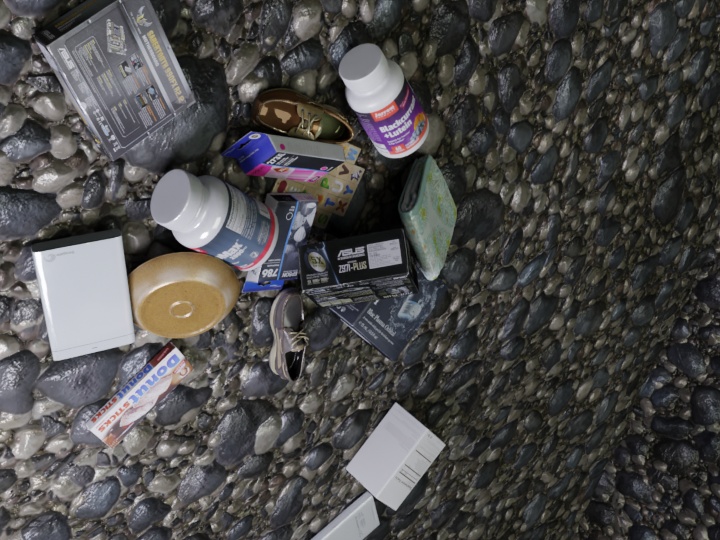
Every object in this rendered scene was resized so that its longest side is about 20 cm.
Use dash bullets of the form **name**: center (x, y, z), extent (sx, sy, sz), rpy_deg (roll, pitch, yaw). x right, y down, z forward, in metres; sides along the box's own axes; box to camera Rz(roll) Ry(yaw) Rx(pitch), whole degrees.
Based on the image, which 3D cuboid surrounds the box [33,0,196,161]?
- **box**: center (-0.338, -0.280, 1.235), extent (0.158, 0.048, 0.202), rpy_deg (-41, 139, -19)

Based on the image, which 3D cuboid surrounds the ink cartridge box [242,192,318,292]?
- **ink cartridge box**: center (-0.146, -0.042, 1.599), extent (0.098, 0.039, 0.203), rpy_deg (-7, 123, -43)

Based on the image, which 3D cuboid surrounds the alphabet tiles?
- **alphabet tiles**: center (-0.075, -0.165, 1.617), extent (0.198, 0.006, 0.168), rpy_deg (14, 106, -49)

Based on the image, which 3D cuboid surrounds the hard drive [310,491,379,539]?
- **hard drive**: center (-0.041, 0.655, 2.190), extent (0.199, 0.027, 0.133), rpy_deg (-36, 137, -24)

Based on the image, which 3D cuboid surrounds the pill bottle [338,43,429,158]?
- **pill bottle**: center (0.039, -0.301, 1.559), extent (0.112, 0.111, 0.200), rpy_deg (-49, 140, -8)

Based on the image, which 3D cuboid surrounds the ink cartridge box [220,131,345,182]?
- **ink cartridge box**: center (-0.128, -0.189, 1.478), extent (0.198, 0.094, 0.038), rpy_deg (4, 69, -42)

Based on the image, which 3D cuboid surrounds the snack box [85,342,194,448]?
- **snack box**: center (-0.385, 0.219, 1.548), extent (0.200, 0.024, 0.072), rpy_deg (-45, 138, -13)

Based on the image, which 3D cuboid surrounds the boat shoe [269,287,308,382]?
- **boat shoe**: center (-0.129, 0.128, 1.710), extent (0.074, 0.073, 0.203), rpy_deg (-21, 130, -35)

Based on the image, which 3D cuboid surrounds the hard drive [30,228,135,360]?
- **hard drive**: center (-0.424, 0.040, 1.360), extent (0.130, 0.027, 0.203), rpy_deg (-12, 125, -21)

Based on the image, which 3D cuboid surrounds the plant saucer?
- **plant saucer**: center (-0.294, 0.053, 1.447), extent (0.196, 0.036, 0.202), rpy_deg (-11, 139, -9)

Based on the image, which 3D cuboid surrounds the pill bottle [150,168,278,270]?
- **pill bottle**: center (-0.236, -0.084, 1.419), extent (0.199, 0.119, 0.121), rpy_deg (27, 96, -50)

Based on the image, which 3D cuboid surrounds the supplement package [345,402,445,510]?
- **supplement package**: center (0.085, 0.446, 2.112), extent (0.201, 0.121, 0.120), rpy_deg (-51, 141, -5)

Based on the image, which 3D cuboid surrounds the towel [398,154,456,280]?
- **towel**: center (0.137, -0.110, 1.747), extent (0.173, 0.047, 0.202), rpy_deg (62, 33, -33)

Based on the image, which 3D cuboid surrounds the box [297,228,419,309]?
- **box**: center (0.000, 0.000, 1.624), extent (0.196, 0.088, 0.164), rpy_deg (-10, 164, 9)

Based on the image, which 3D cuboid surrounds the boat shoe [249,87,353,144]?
- **boat shoe**: center (-0.090, -0.255, 1.483), extent (0.198, 0.074, 0.077), rpy_deg (2, 115, -42)

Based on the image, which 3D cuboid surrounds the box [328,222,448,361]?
- **box**: center (0.050, 0.047, 1.808), extent (0.201, 0.117, 0.197), rpy_deg (-53, 141, -5)
